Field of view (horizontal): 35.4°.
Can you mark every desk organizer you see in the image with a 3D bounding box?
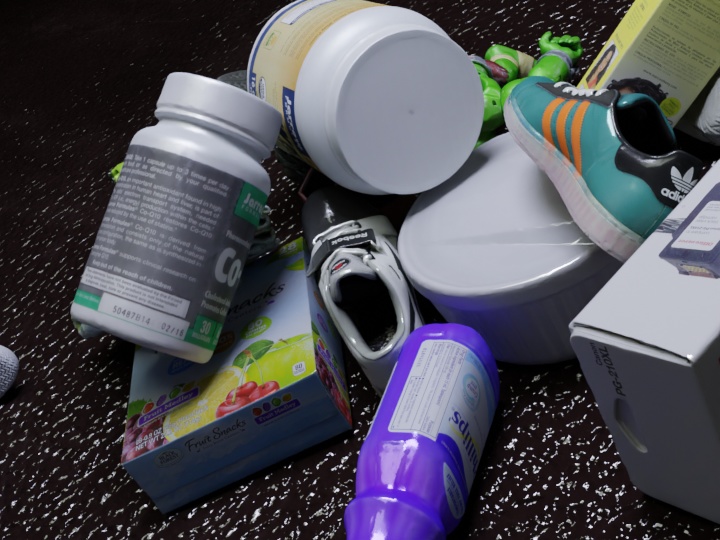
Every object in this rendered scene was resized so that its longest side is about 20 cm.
[{"bbox_3d":[-0.002,-0.059,1.020,0.072,0.077,0.200,-33,31,-6],"label":"desk organizer"}]

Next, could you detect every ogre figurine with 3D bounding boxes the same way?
[{"bbox_3d":[0.104,-0.167,1.063,0.199,0.098,0.120,8,36,7],"label":"ogre figurine"}]

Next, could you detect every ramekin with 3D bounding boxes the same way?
[{"bbox_3d":[0.135,-0.018,0.832,0.202,0.094,0.203,-21,32,13],"label":"ramekin"}]

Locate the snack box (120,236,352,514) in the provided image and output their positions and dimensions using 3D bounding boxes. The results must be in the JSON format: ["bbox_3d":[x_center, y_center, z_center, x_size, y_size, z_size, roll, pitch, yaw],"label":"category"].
[{"bbox_3d":[-0.101,0.078,0.913,0.168,0.068,0.200,-26,29,8],"label":"snack box"}]

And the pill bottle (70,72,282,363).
[{"bbox_3d":[-0.135,-0.040,0.860,0.113,0.113,0.201,13,82,48],"label":"pill bottle"}]

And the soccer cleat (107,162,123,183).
[{"bbox_3d":[-0.227,-0.087,1.264,0.081,0.068,0.200,-23,29,-13],"label":"soccer cleat"}]

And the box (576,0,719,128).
[{"bbox_3d":[0.229,-0.160,0.879,0.200,0.075,0.050,-59,14,29],"label":"box"}]

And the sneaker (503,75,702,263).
[{"bbox_3d":[0.158,-0.085,0.726,0.080,0.071,0.200,-57,32,24],"label":"sneaker"}]

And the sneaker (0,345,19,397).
[{"bbox_3d":[-0.424,0.094,1.147,0.199,0.076,0.114,-21,35,19],"label":"sneaker"}]

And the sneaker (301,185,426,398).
[{"bbox_3d":[0.000,0.000,0.847,0.074,0.089,0.200,-30,57,5],"label":"sneaker"}]

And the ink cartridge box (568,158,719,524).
[{"bbox_3d":[0.226,0.026,0.642,0.200,0.145,0.084,-43,35,-22],"label":"ink cartridge box"}]

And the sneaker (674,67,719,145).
[{"bbox_3d":[0.290,-0.139,0.921,0.200,0.072,0.072,-108,40,-69],"label":"sneaker"}]

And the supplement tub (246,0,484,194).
[{"bbox_3d":[0.000,-0.143,0.910,0.144,0.145,0.200,-35,26,-9],"label":"supplement tub"}]

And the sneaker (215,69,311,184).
[{"bbox_3d":[-0.070,-0.133,1.111,0.076,0.199,0.115,41,116,34],"label":"sneaker"}]

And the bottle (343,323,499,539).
[{"bbox_3d":[0.036,0.125,0.716,0.065,0.084,0.200,-2,39,26],"label":"bottle"}]

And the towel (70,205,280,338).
[{"bbox_3d":[-0.171,0.001,1.013,0.171,0.048,0.200,-26,1,-21],"label":"towel"}]
